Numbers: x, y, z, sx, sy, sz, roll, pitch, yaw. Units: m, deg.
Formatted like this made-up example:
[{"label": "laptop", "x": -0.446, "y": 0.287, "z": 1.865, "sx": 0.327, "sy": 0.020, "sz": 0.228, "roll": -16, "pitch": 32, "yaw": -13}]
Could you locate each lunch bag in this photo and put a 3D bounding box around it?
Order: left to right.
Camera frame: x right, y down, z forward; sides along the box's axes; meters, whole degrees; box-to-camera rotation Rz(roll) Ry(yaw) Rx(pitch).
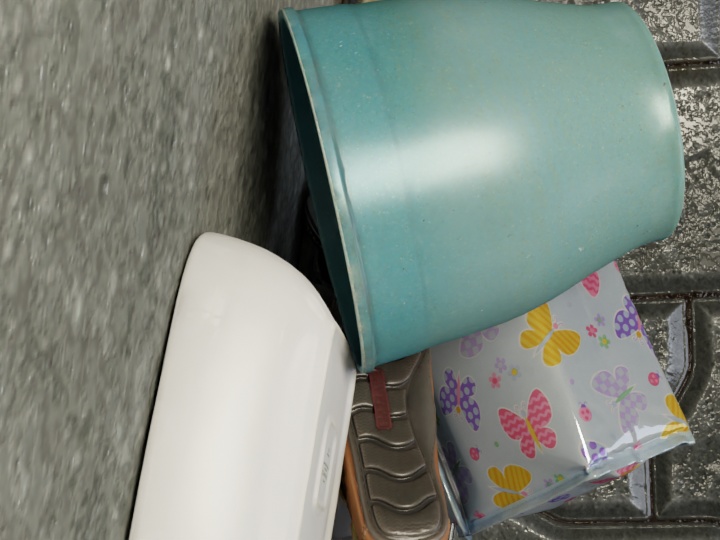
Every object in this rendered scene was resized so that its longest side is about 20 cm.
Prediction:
[{"label": "lunch bag", "x": 0.092, "y": 0.080, "z": 0.890, "sx": 0.200, "sy": 0.127, "sz": 0.170, "roll": -36, "pitch": -110, "yaw": 51}]

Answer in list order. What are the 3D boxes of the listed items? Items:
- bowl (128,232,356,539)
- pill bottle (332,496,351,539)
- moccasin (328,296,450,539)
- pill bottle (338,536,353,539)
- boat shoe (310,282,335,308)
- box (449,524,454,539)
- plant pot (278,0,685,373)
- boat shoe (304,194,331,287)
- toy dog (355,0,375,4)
[{"label": "bowl", "x": -0.052, "y": 0.094, "z": 0.681, "sx": 0.200, "sy": 0.074, "sz": 0.201, "roll": 71, "pitch": 27, "yaw": -73}, {"label": "pill bottle", "x": -0.012, "y": 0.165, "z": 0.945, "sx": 0.200, "sy": 0.110, "sz": 0.111, "roll": 87, "pitch": 13, "yaw": -62}, {"label": "moccasin", "x": 0.014, "y": 0.093, "z": 0.795, "sx": 0.078, "sy": 0.073, "sz": 0.202, "roll": 101, "pitch": -21, "yaw": -50}, {"label": "pill bottle", "x": 0.004, "y": 0.265, "z": 0.775, "sx": 0.113, "sy": 0.112, "sz": 0.201, "roll": 84, "pitch": -17, "yaw": -65}, {"label": "boat shoe", "x": -0.022, "y": 0.043, "z": 0.934, "sx": 0.200, "sy": 0.070, "sz": 0.067, "roll": 33, "pitch": 66, "yaw": -75}, {"label": "box", "x": 0.078, "y": 0.337, "z": 1.880, "sx": 0.200, "sy": 0.123, "sz": 0.198, "roll": 71, "pitch": 26, "yaw": -77}, {"label": "plant pot", "x": 0.067, "y": -0.064, "z": 0.732, "sx": 0.200, "sy": 0.187, "sz": 0.201, "roll": 166, "pitch": -90, "yaw": -86}, {"label": "boat shoe", "x": 0.000, "y": 0.000, "z": 1.000, "sx": 0.200, "sy": 0.071, "sz": 0.072, "roll": 41, "pitch": 27, "yaw": -56}, {"label": "toy dog", "x": 0.056, "y": -0.211, "z": 0.981, "sx": 0.194, "sy": 0.139, "sz": 0.201, "roll": 150, "pitch": -50, "yaw": -82}]
